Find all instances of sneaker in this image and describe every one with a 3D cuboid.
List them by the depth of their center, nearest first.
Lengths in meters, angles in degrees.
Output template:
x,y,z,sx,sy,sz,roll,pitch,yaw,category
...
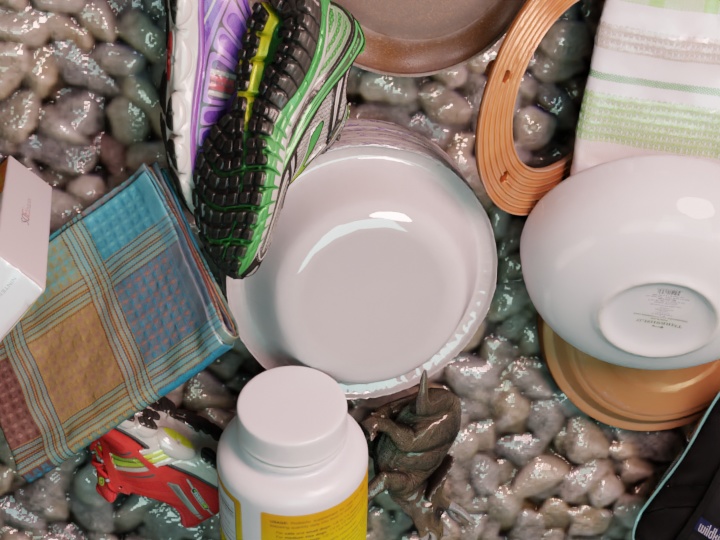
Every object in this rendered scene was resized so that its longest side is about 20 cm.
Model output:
x,y,z,sx,sy,sz,roll,pitch,yaw,category
-0.048,-0.086,1.117,0.085,0.078,0.201,14,102,-42,sneaker
-0.094,-0.130,1.146,0.083,0.081,0.201,1,112,-13,sneaker
-0.178,0.131,1.243,0.200,0.077,0.085,37,107,-21,sneaker

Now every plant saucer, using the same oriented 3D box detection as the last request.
x,y,z,sx,sy,sz,roll,pitch,yaw,category
0.027,-0.230,1.115,0.199,0.032,0.201,8,116,17,plant saucer
0.238,0.036,1.303,0.199,0.032,0.202,-3,112,-8,plant saucer

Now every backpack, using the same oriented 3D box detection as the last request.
x,y,z,sx,sy,sz,roll,pitch,yaw,category
0.335,0.169,1.289,0.153,0.175,0.201,-10,128,-50,backpack

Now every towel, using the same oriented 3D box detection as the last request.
x,y,z,sx,sy,sz,roll,pitch,yaw,category
0.230,-0.121,1.157,0.148,0.031,0.201,6,115,-3,towel
-0.188,0.037,1.160,0.199,0.022,0.147,-34,71,19,towel

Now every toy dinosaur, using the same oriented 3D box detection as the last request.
x,y,z,sx,sy,sz,roll,pitch,yaw,category
0.037,0.125,1.262,0.102,0.077,0.201,-16,135,-25,toy dinosaur

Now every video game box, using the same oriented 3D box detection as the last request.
x,y,z,sx,sy,sz,roll,pitch,yaw,category
-0.279,0.030,1.112,0.047,0.200,0.182,41,100,-21,video game box

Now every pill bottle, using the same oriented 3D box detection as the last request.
x,y,z,sx,sy,sz,roll,pitch,yaw,category
-0.049,0.168,1.214,0.108,0.110,0.201,-6,131,-8,pill bottle

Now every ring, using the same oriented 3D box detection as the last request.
x,y,z,sx,sy,sz,roll,pitch,yaw,category
0.142,-0.133,1.164,0.200,0.019,0.201,-32,137,-35,ring

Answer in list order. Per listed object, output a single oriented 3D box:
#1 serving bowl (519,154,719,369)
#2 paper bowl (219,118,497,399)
x,y,z,sx,sy,sz,roll,pitch,yaw,category
0.211,0.010,1.183,0.199,0.066,0.201,4,139,4,serving bowl
0.000,0.000,1.205,0.199,0.104,0.202,-4,114,-10,paper bowl
